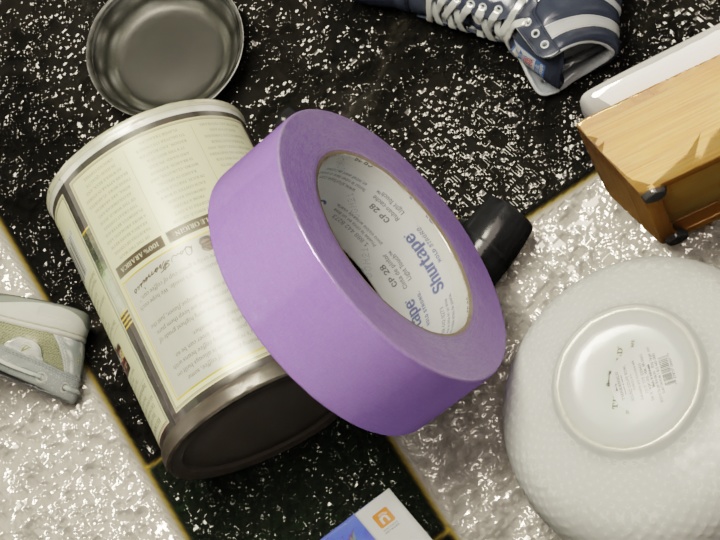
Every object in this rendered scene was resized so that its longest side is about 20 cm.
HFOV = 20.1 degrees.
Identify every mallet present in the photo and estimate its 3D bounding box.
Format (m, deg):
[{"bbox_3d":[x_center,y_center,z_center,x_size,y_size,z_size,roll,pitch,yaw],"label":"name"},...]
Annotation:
[{"bbox_3d":[0.018,-0.046,1.380,0.199,0.041,0.066,26,80,21],"label":"mallet"}]

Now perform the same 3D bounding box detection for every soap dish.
[{"bbox_3d":[0.243,-0.097,1.283,0.199,0.157,0.082,-25,72,7],"label":"soap dish"}]

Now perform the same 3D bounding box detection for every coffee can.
[{"bbox_3d":[-0.099,0.012,1.317,0.146,0.146,0.201,-27,70,-1],"label":"coffee can"}]

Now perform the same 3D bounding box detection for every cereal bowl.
[{"bbox_3d":[0.176,0.079,1.262,0.199,0.083,0.201,-10,64,22],"label":"cereal bowl"}]

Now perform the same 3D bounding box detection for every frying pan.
[{"bbox_3d":[-0.148,-0.190,1.452,0.114,0.031,0.191,-20,67,2],"label":"frying pan"}]

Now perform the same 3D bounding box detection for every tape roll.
[{"bbox_3d":[0.000,0.000,1.253,0.066,0.200,0.201,-38,68,25],"label":"tape roll"}]

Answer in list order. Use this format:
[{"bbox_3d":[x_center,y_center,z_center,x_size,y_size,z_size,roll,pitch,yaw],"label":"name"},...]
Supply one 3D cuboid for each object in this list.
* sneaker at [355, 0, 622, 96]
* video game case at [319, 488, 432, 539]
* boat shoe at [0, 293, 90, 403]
[{"bbox_3d":[0.084,-0.176,1.391,0.199,0.070,0.109,-4,70,4],"label":"sneaker"},{"bbox_3d":[-0.004,0.260,1.221,0.200,0.046,0.181,-36,63,-13],"label":"video game case"},{"bbox_3d":[-0.280,0.045,1.347,0.201,0.074,0.065,9,80,-22],"label":"boat shoe"}]
